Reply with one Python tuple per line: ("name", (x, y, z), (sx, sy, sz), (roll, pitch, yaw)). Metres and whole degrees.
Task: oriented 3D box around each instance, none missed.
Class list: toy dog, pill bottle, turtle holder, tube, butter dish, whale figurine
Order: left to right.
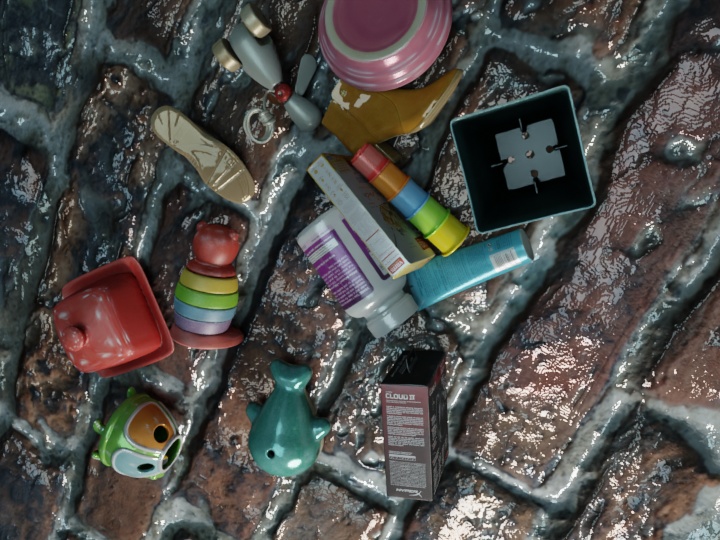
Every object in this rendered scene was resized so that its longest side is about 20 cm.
("butter dish", (-0.468, 0.102, 1.149), (0.199, 0.148, 0.201), (-20, 96, 21))
("turtle holder", (-0.405, 0.322, 1.183), (0.131, 0.141, 0.187), (24, 107, 10))
("toy dog", (-0.136, -0.307, 0.993), (0.131, 0.096, 0.201), (-14, 112, 18))
("whale figurine", (-0.130, 0.256, 1.097), (0.158, 0.104, 0.201), (11, 105, 16))
("pill bottle", (0.000, 0.000, 0.993), (0.112, 0.112, 0.201), (-35, 90, 22))
("tube", (0.160, -0.004, 0.977), (0.199, 0.050, 0.078), (-21, 80, 26))

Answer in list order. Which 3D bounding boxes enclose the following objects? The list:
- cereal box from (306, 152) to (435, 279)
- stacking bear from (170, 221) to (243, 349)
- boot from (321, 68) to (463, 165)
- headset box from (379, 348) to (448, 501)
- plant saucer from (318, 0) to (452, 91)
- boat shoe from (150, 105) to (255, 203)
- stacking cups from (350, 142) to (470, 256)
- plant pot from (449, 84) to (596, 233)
("cereal box", (0.021, -0.083, 0.940), (0.039, 0.144, 0.200), (-42, 82, 20))
("stacking bear", (-0.253, 0.020, 1.086), (0.121, 0.114, 0.201), (15, 102, 14))
("boot", (0.039, -0.252, 0.943), (0.144, 0.071, 0.201), (43, 116, 2))
("headset box", (0.087, 0.224, 0.996), (0.077, 0.149, 0.202), (-1, 103, 17))
("plant saucer", (0.027, -0.357, 0.905), (0.199, 0.051, 0.202), (-2, 83, 21))
("boat shoe", (-0.251, -0.193, 1.057), (0.200, 0.065, 0.072), (40, 103, -14))
("stacking cups", (0.068, -0.104, 0.946), (0.200, 0.061, 0.061), (38, 111, -11))
("plant pot", (0.218, -0.148, 0.841), (0.140, 0.200, 0.142), (-13, 98, 21))
